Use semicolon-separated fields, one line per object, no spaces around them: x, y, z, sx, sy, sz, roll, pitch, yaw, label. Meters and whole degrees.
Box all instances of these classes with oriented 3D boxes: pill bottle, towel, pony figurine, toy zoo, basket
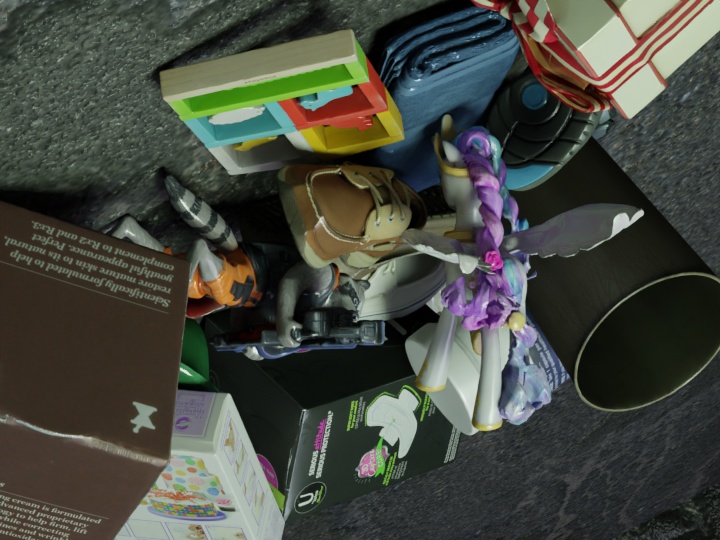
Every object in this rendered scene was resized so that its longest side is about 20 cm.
0.141;0.040;1.713;0.199;0.116;0.116;-35;163;-15;pill bottle
0.050;-0.124;1.541;0.111;0.049;0.200;-23;159;-21;towel
0.092;0.003;1.467;0.165;0.202;0.193;-7;-164;-21;pony figurine
-0.046;-0.106;1.417;0.130;0.021;0.200;-11;163;10;toy zoo
0.172;-0.016;1.597;0.136;0.201;0.180;-38;148;7;basket

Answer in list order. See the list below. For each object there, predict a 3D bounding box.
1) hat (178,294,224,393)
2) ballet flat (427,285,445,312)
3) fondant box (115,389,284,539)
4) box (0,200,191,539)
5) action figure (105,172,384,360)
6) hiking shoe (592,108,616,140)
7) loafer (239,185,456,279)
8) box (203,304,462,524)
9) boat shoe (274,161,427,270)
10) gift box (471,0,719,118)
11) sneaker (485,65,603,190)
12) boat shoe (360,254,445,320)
-0.161;0.037;1.674;0.198;0.177;0.166;17;145;-9;hat
0.103;-0.001;1.897;0.199;0.063;0.067;-32;160;5;ballet flat
-0.151;0.167;1.645;0.143;0.059;0.201;3;146;15;fondant box
-0.226;0.088;1.392;0.165;0.165;0.200;18;139;-18;box
-0.063;0.005;1.497;0.192;0.106;0.199;18;166;-40;action figure
0.150;-0.097;1.737;0.086;0.075;0.201;-17;148;-14;hiking shoe
-0.009;-0.027;1.637;0.198;0.076;0.068;-7;129;-28;loafer
-0.024;0.104;1.793;0.199;0.148;0.125;-15;131;-38;box
-0.003;-0.047;1.486;0.073;0.076;0.200;-22;174;14;boat shoe
0.138;-0.219;1.251;0.187;0.185;0.200;-42;156;8;gift box
0.163;-0.145;1.549;0.201;0.073;0.082;-57;166;10;sneaker
0.000;0.000;1.749;0.198;0.071;0.070;-11;157;-29;boat shoe
